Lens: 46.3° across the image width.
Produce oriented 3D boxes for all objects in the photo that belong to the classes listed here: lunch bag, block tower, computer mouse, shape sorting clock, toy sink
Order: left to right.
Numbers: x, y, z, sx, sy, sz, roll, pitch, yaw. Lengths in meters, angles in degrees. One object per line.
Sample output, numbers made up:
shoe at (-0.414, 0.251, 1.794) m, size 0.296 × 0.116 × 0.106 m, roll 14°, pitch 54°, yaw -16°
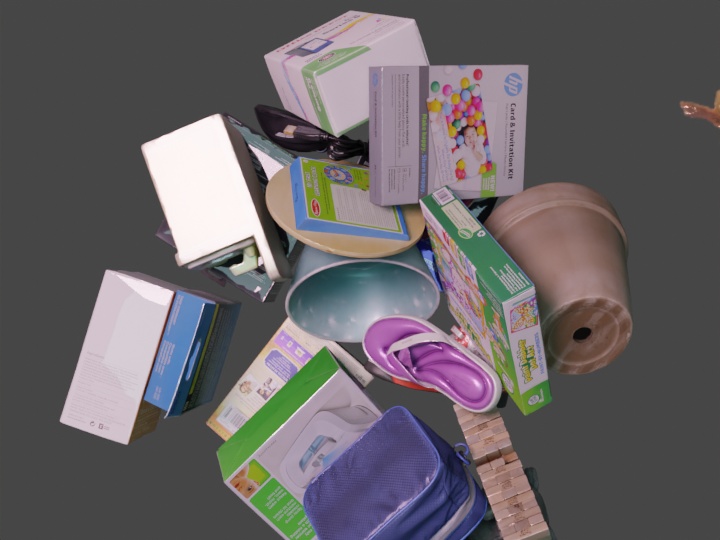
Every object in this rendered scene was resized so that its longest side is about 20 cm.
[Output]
toy sink at (-0.172, -0.065, 1.022) m, size 0.110 × 0.130 × 0.204 m, roll -21°, pitch 89°, yaw 3°
computer mouse at (-0.075, -0.171, 1.093) m, size 0.197 × 0.140 × 0.047 m, roll 22°, pitch 104°, yaw 23°
shape sorting clock at (-0.018, -0.076, 1.015) m, size 0.197 × 0.201 × 0.040 m, roll 22°, pitch 125°, yaw 3°
lunch bag at (0.050, 0.271, 0.992) m, size 0.199 × 0.136 × 0.132 m, roll -41°, pitch 126°, yaw 3°
block tower at (0.168, 0.239, 1.013) m, size 0.053 × 0.058 × 0.202 m, roll -23°, pitch 46°, yaw 5°

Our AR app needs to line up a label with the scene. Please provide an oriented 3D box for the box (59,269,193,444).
box at (-0.303, 0.110, 1.119) m, size 0.096 × 0.124 × 0.204 m, roll 17°, pitch 90°, yaw 4°

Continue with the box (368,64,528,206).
box at (0.106, -0.163, 1.004) m, size 0.196 × 0.041 × 0.160 m, roll -6°, pitch 105°, yaw -24°

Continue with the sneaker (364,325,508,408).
sneaker at (0.109, 0.107, 1.122) m, size 0.197 × 0.067 × 0.110 m, roll 13°, pitch 91°, yaw 0°

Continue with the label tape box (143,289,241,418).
label tape box at (-0.219, 0.101, 1.076) m, size 0.065 × 0.200 × 0.146 m, roll 17°, pitch 89°, yaw 6°

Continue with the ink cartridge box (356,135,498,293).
ink cartridge box at (0.080, -0.099, 1.143) m, size 0.195 × 0.043 × 0.203 m, roll 25°, pitch 90°, yaw 3°

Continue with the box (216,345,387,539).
box at (-0.053, 0.236, 1.083) m, size 0.200 × 0.097 × 0.177 m, roll -42°, pitch 109°, yaw -2°

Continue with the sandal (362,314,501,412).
sandal at (0.081, 0.109, 1.033) m, size 0.200 × 0.049 × 0.084 m, roll 20°, pitch 99°, yaw 31°

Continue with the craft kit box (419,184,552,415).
craft kit box at (0.146, 0.034, 0.980) m, size 0.048 × 0.199 × 0.201 m, roll -28°, pitch 43°, yaw -5°

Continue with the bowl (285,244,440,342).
bowl at (0.000, 0.000, 1.086) m, size 0.196 × 0.202 × 0.107 m, roll -7°, pitch 56°, yaw 3°

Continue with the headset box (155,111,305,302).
headset box at (-0.152, -0.075, 1.131) m, size 0.172 × 0.093 × 0.203 m, roll 29°, pitch 90°, yaw 4°

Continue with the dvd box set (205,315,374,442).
dvd box set at (-0.095, 0.175, 1.150) m, size 0.146 × 0.029 × 0.201 m, roll 38°, pitch 90°, yaw 3°

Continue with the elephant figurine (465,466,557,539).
elephant figurine at (0.149, 0.365, 1.088) m, size 0.200 × 0.153 × 0.143 m, roll -48°, pitch 49°, yaw 26°

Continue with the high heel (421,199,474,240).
high heel at (0.121, -0.137, 1.083) m, size 0.096 × 0.067 × 0.201 m, roll 42°, pitch 84°, yaw -8°

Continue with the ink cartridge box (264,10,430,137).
ink cartridge box at (-0.019, -0.253, 1.061) m, size 0.144 × 0.200 × 0.089 m, roll -29°, pitch 116°, yaw -11°

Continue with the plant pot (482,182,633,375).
plant pot at (0.245, 0.024, 1.023) m, size 0.195 × 0.175 × 0.203 m, roll -2°, pitch 127°, yaw -3°
